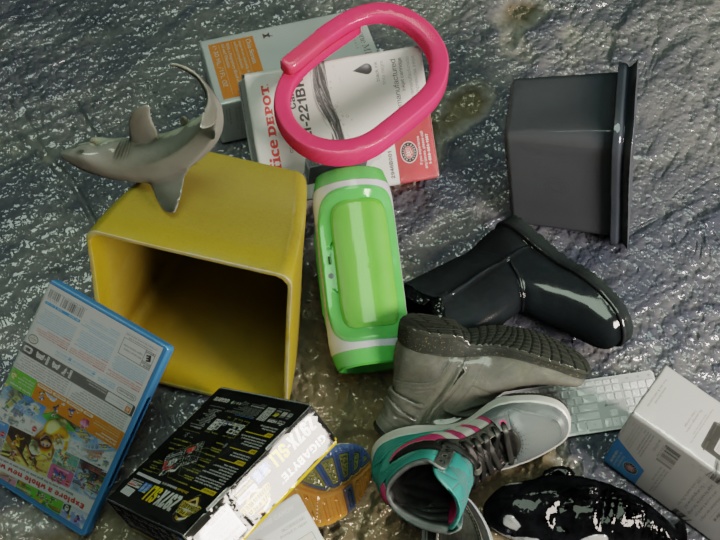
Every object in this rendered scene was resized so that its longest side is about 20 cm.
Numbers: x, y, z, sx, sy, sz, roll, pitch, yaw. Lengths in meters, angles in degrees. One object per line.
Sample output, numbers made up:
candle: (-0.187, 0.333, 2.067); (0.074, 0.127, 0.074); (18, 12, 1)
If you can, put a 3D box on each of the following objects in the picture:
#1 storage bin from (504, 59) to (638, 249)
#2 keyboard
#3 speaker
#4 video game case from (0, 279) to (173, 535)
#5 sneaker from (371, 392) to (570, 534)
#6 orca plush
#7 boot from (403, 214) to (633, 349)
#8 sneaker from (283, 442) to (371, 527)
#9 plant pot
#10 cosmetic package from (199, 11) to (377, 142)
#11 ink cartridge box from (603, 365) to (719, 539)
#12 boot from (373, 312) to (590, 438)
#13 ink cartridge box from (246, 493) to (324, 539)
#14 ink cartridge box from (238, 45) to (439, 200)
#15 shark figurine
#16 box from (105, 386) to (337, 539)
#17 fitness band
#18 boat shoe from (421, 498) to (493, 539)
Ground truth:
storage bin: (0.228, -0.132, 1.307); (0.132, 0.201, 0.147); (4, 58, 12)
keyboard: (0.210, 0.142, 1.239); (0.197, 0.011, 0.057); (-8, 59, -5)
speaker: (0.000, 0.000, 1.248); (0.087, 0.089, 0.203); (-6, 79, -5)
video game case: (-0.279, 0.131, 1.169); (0.142, 0.018, 0.202); (27, 96, 14)
sneaker: (0.101, 0.180, 1.124); (0.197, 0.085, 0.121); (-18, 20, 10)
orca plush: (0.218, 0.234, 1.148); (0.198, 0.071, 0.106); (21, 61, 11)
boot: (0.157, 0.047, 1.256); (0.167, 0.077, 0.200); (-34, 60, -23)
sneaker: (-0.080, 0.213, 1.154); (0.198, 0.076, 0.088); (-23, 18, -36)
plant pot: (-0.142, -0.007, 1.226); (0.197, 0.202, 0.178); (13, 47, 7)
cosmetic package: (-0.080, -0.228, 1.422); (0.197, 0.072, 0.102); (-14, 60, -10)
ink cartridge box: (0.340, 0.194, 1.148); (0.199, 0.116, 0.067); (36, 62, 16)
boot: (0.117, 0.122, 1.197); (0.197, 0.132, 0.068); (10, 18, 1)
ink cartridge box: (-0.073, 0.327, 1.070); (0.161, 0.057, 0.201); (-29, 77, -16)
ink cartridge box: (-0.026, -0.158, 1.336); (0.197, 0.084, 0.147); (-10, 97, -6)
shark figurine: (-0.169, -0.103, 1.118); (0.127, 0.213, 0.091); (17, 64, -41)
box: (-0.131, 0.183, 1.111); (0.160, 0.199, 0.050); (-46, 111, -23)
fitness band: (0.000, -0.192, 1.258); (0.199, 0.038, 0.144); (-40, 75, -18)
boat shoe: (0.098, 0.289, 1.111); (0.071, 0.071, 0.202); (-6, 56, -3)
